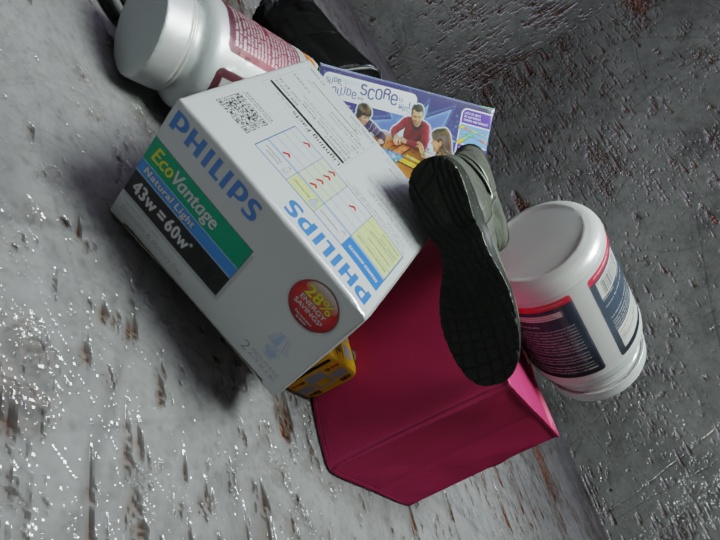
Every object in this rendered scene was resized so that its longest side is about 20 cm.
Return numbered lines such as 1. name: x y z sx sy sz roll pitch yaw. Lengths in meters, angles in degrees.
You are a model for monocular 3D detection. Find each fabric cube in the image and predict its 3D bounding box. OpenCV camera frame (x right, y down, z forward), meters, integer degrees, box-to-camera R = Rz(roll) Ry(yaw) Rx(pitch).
1. fabric cube: 0.072 0.111 0.693 0.200 0.196 0.200 41 26 -49

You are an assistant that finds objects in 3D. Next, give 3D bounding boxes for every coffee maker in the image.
1. coffee maker: -0.071 -0.289 0.870 0.201 0.133 0.194 52 -11 33

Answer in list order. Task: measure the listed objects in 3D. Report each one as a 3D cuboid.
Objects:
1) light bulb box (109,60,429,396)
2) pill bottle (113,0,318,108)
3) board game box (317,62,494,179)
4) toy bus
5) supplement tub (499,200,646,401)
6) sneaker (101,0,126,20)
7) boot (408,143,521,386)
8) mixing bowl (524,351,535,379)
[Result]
1. light bulb box: -0.058 -0.047 0.527 0.199 0.124 0.200 48 33 -2
2. pill bottle: -0.140 -0.206 0.644 0.197 0.113 0.117 16 46 -49
3. board game box: 0.037 -0.125 0.669 0.034 0.194 0.140 -158 -100 -78
4. toy bus: -0.066 0.018 0.646 0.078 0.064 0.204 39 28 -52
5. supplement tub: 0.235 0.038 0.713 0.201 0.138 0.142 52 18 -31
6. sneaker: -0.259 -0.352 0.654 0.116 0.074 0.205 -77 147 -74
7. boot: 0.113 -0.014 0.563 0.130 0.066 0.206 -22 97 -59
8. mixing bowl: 0.126 0.160 0.848 0.106 0.200 0.204 14 45 -40
